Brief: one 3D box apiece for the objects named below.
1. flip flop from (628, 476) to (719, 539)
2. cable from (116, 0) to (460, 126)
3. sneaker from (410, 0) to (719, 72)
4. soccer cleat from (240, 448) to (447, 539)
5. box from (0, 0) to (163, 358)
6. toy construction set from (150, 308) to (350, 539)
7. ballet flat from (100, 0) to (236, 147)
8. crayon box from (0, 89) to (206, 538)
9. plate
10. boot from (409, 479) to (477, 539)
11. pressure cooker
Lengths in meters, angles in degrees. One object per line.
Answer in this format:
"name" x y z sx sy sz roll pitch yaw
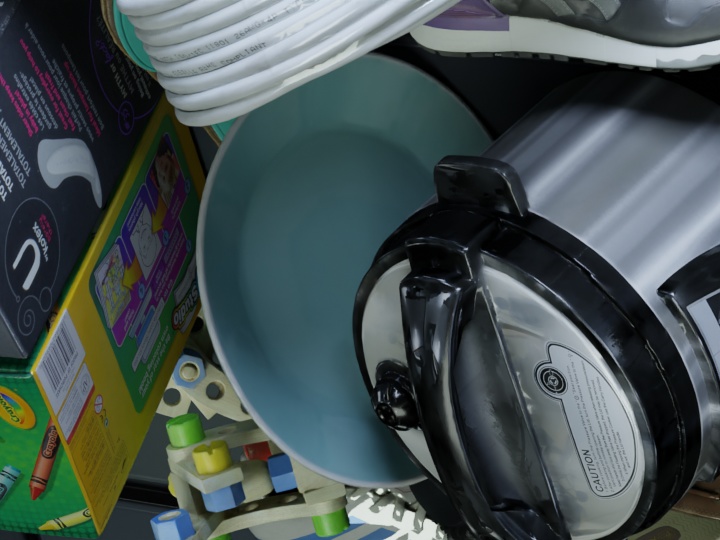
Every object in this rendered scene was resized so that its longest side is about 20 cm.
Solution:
"flip flop" 0.181 0.123 1.436 0.081 0.058 0.200 40 124 -21
"cable" -0.002 -0.135 1.097 0.200 0.200 0.069 -21 110 37
"sneaker" 0.100 -0.138 1.182 0.199 0.076 0.088 1 130 25
"soccer cleat" 0.024 0.131 1.524 0.199 0.070 0.086 8 139 18
"box" -0.180 -0.072 1.286 0.106 0.200 0.122 0 136 25
"toy construction set" -0.056 0.084 1.439 0.131 0.200 0.092 -18 117 -5
"ballet flat" -0.070 -0.115 1.267 0.068 0.072 0.200 -24 148 11
"crayon box" -0.132 0.014 1.361 0.058 0.200 0.119 4 137 19
"plate" 0.000 0.000 1.291 0.026 0.200 0.200 -9 133 50
"boot" 0.047 0.059 1.424 0.200 0.076 0.168 38 147 -2
"pressure cooker" 0.095 0.027 1.240 0.176 0.200 0.179 44 143 7
